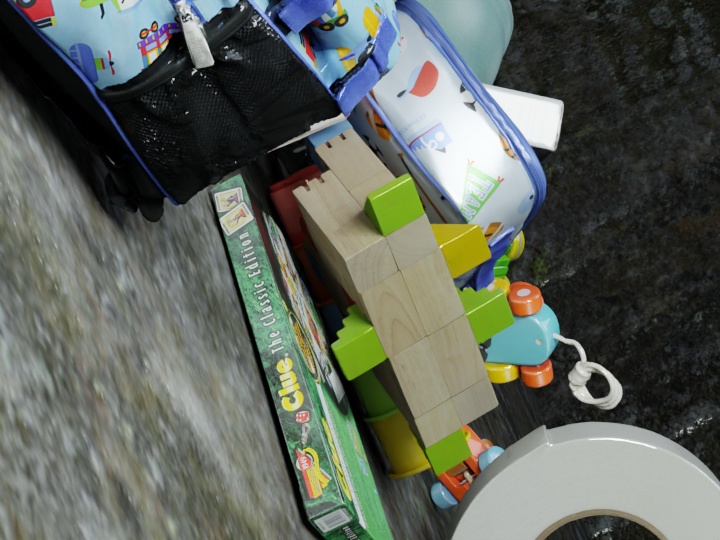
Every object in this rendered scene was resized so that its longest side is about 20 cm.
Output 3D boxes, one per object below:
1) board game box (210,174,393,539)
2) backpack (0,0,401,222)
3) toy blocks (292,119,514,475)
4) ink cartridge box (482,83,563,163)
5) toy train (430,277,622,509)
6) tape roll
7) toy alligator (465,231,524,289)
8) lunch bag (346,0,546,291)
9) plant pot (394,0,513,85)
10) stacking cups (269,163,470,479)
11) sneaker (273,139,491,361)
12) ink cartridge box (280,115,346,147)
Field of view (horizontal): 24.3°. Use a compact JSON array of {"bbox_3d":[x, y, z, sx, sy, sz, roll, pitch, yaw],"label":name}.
[{"bbox_3d":[-0.028,0.056,0.862,0.105,0.023,0.201,62,7,-55],"label":"board game box"},{"bbox_3d":[-0.086,-0.147,0.610,0.200,0.133,0.184,52,15,-56],"label":"backpack"},{"bbox_3d":[0.010,0.001,0.963,0.137,0.099,0.201,52,-11,50],"label":"toy blocks"},{"bbox_3d":[0.034,-0.108,1.229,0.198,0.198,0.048,125,-24,-83],"label":"ink cartridge box"},{"bbox_3d":[0.097,0.083,1.186,0.150,0.200,0.056,45,41,-2],"label":"toy train"},{"bbox_3d":[0.150,0.196,1.059,0.037,0.201,0.204,-81,147,-78],"label":"tape roll"},{"bbox_3d":[0.073,0.020,1.244,0.059,0.202,0.054,-6,26,-45],"label":"toy alligator"},{"bbox_3d":[0.039,-0.064,1.016,0.161,0.075,0.200,51,-12,8],"label":"lunch bag"},{"bbox_3d":[0.019,-0.168,1.397,0.201,0.198,0.135,59,37,-49],"label":"plant pot"},{"bbox_3d":[-0.002,0.032,1.058,0.201,0.060,0.061,61,7,-5],"label":"stacking cups"},{"bbox_3d":[0.000,0.000,1.126,0.074,0.079,0.201,-28,80,-47],"label":"sneaker"},{"bbox_3d":[-0.087,-0.182,0.913,0.145,0.084,0.202,54,16,-64],"label":"ink cartridge box"}]
